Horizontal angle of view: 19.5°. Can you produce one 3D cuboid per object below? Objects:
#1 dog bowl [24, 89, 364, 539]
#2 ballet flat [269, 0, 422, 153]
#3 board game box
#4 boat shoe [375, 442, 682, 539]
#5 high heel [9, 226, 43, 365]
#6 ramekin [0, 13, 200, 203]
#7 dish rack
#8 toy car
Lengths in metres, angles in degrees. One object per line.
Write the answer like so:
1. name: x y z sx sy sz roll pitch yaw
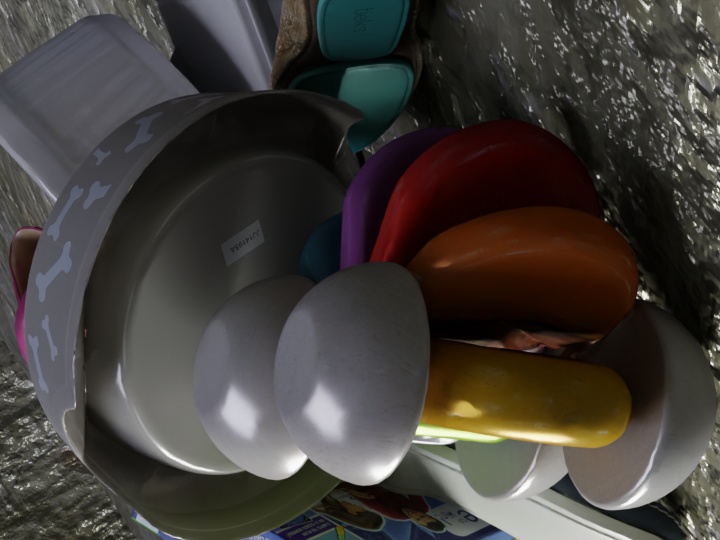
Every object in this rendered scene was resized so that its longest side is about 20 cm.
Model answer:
1. dog bowl: -0.060 0.014 0.917 0.058 0.200 0.201 19 141 44
2. ballet flat: -0.005 -0.113 0.915 0.200 0.070 0.066 115 150 -70
3. board game box: 0.001 0.117 1.034 0.135 0.199 0.035 27 110 27
4. boat shoe: 0.064 0.086 0.989 0.199 0.062 0.075 18 152 27
5. high heel: -0.169 0.008 1.087 0.096 0.068 0.200 35 177 7
6. ramekin: -0.118 -0.052 1.152 0.202 0.094 0.202 46 174 6
7. dish rack: -0.077 -0.139 1.109 0.172 0.043 0.201 40 157 49
8. toy car: 0.037 0.015 0.845 0.200 0.174 0.151 -8 75 64
